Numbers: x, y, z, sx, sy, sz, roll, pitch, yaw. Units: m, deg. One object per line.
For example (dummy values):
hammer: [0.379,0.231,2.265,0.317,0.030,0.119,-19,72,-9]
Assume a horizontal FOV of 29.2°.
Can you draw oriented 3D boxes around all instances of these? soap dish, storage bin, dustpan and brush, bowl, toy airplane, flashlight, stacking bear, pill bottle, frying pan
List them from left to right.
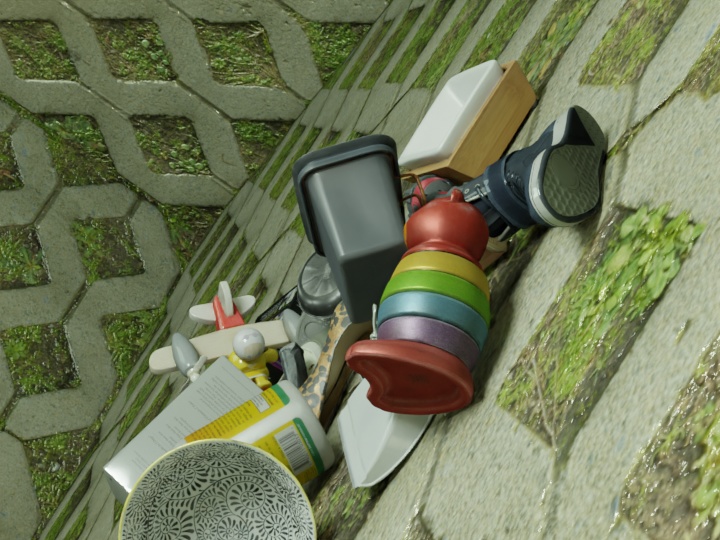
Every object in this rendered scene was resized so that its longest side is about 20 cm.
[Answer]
bowl: [-0.140,0.266,1.414,0.202,0.200,0.094,-55,-1,3]
pill bottle: [-0.138,0.216,1.524,0.199,0.114,0.113,-30,7,-12]
toy airplane: [-0.164,0.104,1.907,0.201,0.198,0.141,-59,2,-26]
frying pan: [-0.009,0.014,1.708,0.189,0.031,0.116,15,69,44]
storage bin: [0.013,-0.040,1.592,0.201,0.144,0.135,80,173,-60]
dustpan and brush: [0.056,0.114,1.370,0.201,0.057,0.140,-59,21,19]
stacking bear: [0.070,0.021,1.303,0.122,0.113,0.202,63,-144,-54]
flashlight: [0.110,-0.081,1.639,0.200,0.067,0.068,-171,100,-73]
soap dish: [0.135,-0.178,1.748,0.158,0.081,0.200,-57,11,-8]

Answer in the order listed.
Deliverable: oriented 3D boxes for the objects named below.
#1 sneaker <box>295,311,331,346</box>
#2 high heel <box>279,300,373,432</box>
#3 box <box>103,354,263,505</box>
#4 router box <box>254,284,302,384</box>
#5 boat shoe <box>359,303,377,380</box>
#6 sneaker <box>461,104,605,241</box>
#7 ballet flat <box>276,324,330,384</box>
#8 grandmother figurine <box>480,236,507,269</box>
sneaker: [-0.014,0.034,1.850,0.118,0.073,0.202,-29,-33,-62]
high heel: [-0.007,0.113,1.659,0.199,0.071,0.143,-34,48,20]
box: [-0.189,0.224,1.651,0.200,0.124,0.098,-43,-20,-21]
router box: [-0.135,0.114,2.126,0.200,0.051,0.150,-37,24,59]
boat shoe: [0.043,0.067,1.440,0.199,0.068,0.074,-35,56,49]
sneaker: [0.157,-0.067,1.323,0.146,0.077,0.203,-36,10,30]
ballet flat: [-0.084,0.150,1.766,0.067,0.064,0.201,31,89,43]
grandmother figurine: [0.087,0.010,1.496,0.200,0.060,0.122,-48,20,44]
